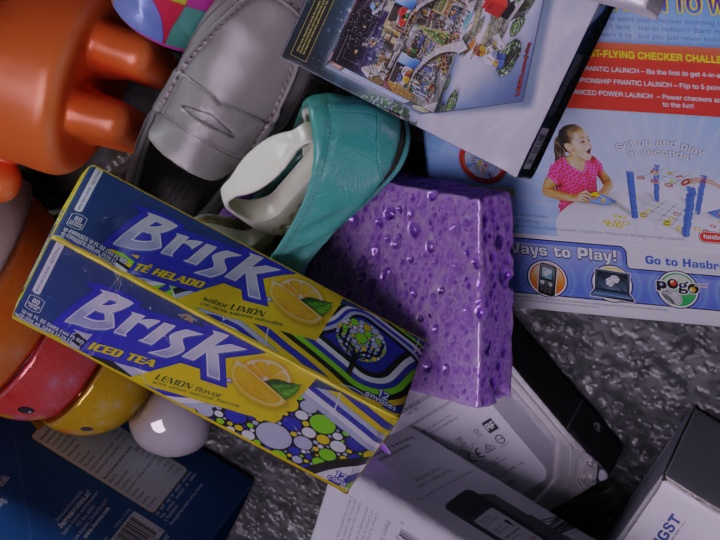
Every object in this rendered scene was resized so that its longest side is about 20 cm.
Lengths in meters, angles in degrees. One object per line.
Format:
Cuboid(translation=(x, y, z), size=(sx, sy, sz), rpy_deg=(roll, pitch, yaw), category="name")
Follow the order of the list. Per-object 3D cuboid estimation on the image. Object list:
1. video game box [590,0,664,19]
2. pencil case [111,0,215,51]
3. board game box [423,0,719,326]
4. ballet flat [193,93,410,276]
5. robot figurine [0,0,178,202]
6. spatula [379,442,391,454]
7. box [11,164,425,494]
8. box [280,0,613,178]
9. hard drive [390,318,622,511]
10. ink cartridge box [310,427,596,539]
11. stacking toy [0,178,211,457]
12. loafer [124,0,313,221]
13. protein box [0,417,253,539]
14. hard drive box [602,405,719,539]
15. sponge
Cuboid(translation=(0.076, -0.236, 1.121), size=(0.181, 0.047, 0.201), rpy_deg=(14, 95, 13), category="video game box")
Cuboid(translation=(-0.067, -0.208, 1.238), size=(0.088, 0.088, 0.200), rpy_deg=(34, 127, 2), category="pencil case")
Cuboid(translation=(0.132, -0.073, 1.244), size=(0.199, 0.056, 0.197), rpy_deg=(6, 121, 22), category="board game box")
Cuboid(translation=(-0.051, -0.024, 1.266), size=(0.070, 0.068, 0.200), rpy_deg=(18, 130, -25), category="ballet flat")
Cuboid(translation=(-0.205, -0.122, 1.330), size=(0.199, 0.117, 0.144), rpy_deg=(19, 127, 14), category="robot figurine")
Cuboid(translation=(-0.051, 0.067, 1.384), size=(0.200, 0.021, 0.057), rpy_deg=(9, 140, 51), category="spatula")
Cuboid(translation=(-0.073, 0.030, 1.234), size=(0.199, 0.064, 0.070), rpy_deg=(28, 131, -6), category="box")
Cuboid(translation=(0.064, -0.164, 1.169), size=(0.136, 0.038, 0.201), rpy_deg=(28, 99, 15), category="box")
Cuboid(translation=(0.037, 0.068, 1.385), size=(0.140, 0.038, 0.200), rpy_deg=(-33, 101, 36), category="hard drive")
Cuboid(translation=(0.065, 0.204, 1.334), size=(0.200, 0.083, 0.146), rpy_deg=(30, 117, 25), category="ink cartridge box")
Cuboid(translation=(-0.172, 0.051, 1.433), size=(0.200, 0.146, 0.146), rpy_deg=(33, 129, -17), category="stacking toy")
Cuboid(translation=(-0.077, -0.077, 1.263), size=(0.070, 0.070, 0.200), rpy_deg=(28, 131, -3), category="loafer")
Cuboid(translation=(-0.208, 0.173, 1.460), size=(0.199, 0.199, 0.135), rpy_deg=(30, 127, 5), category="protein box")
Cuboid(translation=(0.229, 0.198, 1.350), size=(0.199, 0.077, 0.156), rpy_deg=(32, 127, 3), category="hard drive box")
Cuboid(translation=(0.000, 0.000, 1.296), size=(0.199, 0.030, 0.112), rpy_deg=(13, 108, 43), category="sponge")
